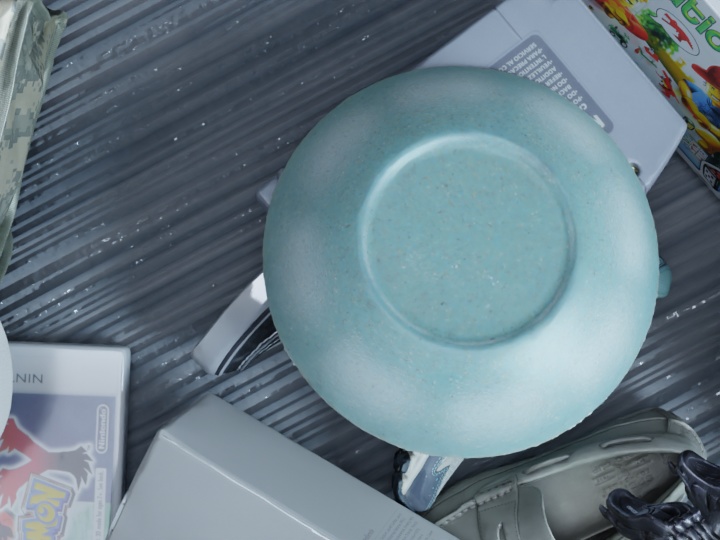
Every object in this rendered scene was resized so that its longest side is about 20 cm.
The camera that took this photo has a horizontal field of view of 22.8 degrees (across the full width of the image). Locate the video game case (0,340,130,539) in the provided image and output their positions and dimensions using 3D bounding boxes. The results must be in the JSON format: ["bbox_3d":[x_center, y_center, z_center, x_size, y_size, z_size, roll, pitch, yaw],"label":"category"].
[{"bbox_3d":[-0.221,0.138,0.979,0.181,0.023,0.201,2,90,0],"label":"video game case"}]

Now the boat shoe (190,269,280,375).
[{"bbox_3d":[0.000,0.000,0.962,0.200,0.072,0.068,-40,89,-8],"label":"boat shoe"}]

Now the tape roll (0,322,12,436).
[{"bbox_3d":[-0.276,0.049,0.901,0.202,0.037,0.204,4,120,8],"label":"tape roll"}]

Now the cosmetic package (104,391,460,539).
[{"bbox_3d":[-0.031,0.165,0.924,0.200,0.081,0.113,32,109,9],"label":"cosmetic package"}]

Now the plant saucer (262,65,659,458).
[{"bbox_3d":[0.052,-0.011,0.873,0.200,0.039,0.202,1,77,-3],"label":"plant saucer"}]

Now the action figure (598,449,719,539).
[{"bbox_3d":[0.140,0.194,0.909,0.102,0.119,0.201,43,129,29],"label":"action figure"}]

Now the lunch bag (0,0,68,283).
[{"bbox_3d":[-0.259,-0.064,0.931,0.163,0.118,0.201,16,93,-1],"label":"lunch bag"}]

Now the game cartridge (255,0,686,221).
[{"bbox_3d":[0.063,-0.048,0.919,0.200,0.042,0.133,-37,85,-10],"label":"game cartridge"}]

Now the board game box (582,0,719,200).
[{"bbox_3d":[0.170,-0.122,0.932,0.035,0.126,0.200,-42,90,-18],"label":"board game box"}]

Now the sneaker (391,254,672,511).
[{"bbox_3d":[0.094,0.055,0.957,0.086,0.078,0.200,37,89,-4],"label":"sneaker"}]

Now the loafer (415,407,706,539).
[{"bbox_3d":[0.092,0.135,0.956,0.199,0.070,0.070,-31,93,3],"label":"loafer"}]
